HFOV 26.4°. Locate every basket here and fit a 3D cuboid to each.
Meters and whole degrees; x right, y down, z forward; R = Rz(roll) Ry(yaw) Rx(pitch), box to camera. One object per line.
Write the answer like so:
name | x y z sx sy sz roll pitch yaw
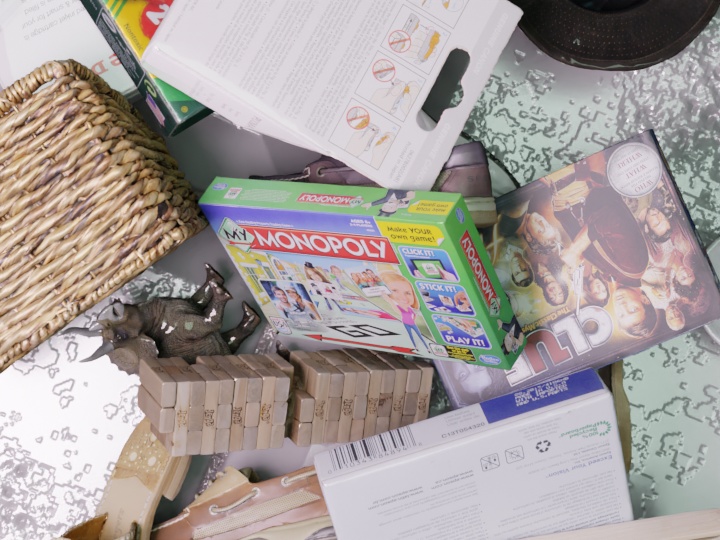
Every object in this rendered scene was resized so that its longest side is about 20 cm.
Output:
basket | -0.222 -0.036 1.044 0.200 0.143 0.149 -36 94 7

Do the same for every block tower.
block tower | -0.051 0.088 1.060 0.200 0.058 0.054 -1 106 -25

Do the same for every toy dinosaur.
toy dinosaur | -0.115 0.063 1.094 0.102 0.077 0.200 -42 123 1

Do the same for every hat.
hat | 0.169 -0.234 1.100 0.200 0.081 0.201 1 84 -9

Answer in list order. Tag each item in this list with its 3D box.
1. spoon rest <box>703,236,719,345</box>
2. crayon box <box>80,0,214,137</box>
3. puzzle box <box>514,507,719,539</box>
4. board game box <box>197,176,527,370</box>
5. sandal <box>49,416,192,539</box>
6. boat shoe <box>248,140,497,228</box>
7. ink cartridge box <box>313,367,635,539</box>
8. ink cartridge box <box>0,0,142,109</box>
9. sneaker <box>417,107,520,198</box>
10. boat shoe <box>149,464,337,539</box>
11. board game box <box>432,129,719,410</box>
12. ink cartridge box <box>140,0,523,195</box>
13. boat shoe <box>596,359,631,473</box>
spoon rest | 0.326 0.051 1.113 0.099 0.061 0.200 -44 92 -2
crayon box | -0.077 -0.195 1.031 0.200 0.051 0.127 -34 92 -18
puzzle box | 0.151 0.234 1.038 0.199 0.025 0.133 -8 118 -10
board game box | 0.000 0.000 1.021 0.029 0.200 0.135 -57 136 -31
sandal | -0.182 0.185 1.043 0.077 0.070 0.212 -1 60 38
boat shoe | 0.005 -0.061 1.047 0.200 0.072 0.065 4 92 37
ink cartridge box | 0.086 0.180 1.032 0.196 0.043 0.200 -17 121 -4
ink cartridge box | -0.209 -0.206 1.077 0.146 0.084 0.200 -28 91 -5
sneaker | 0.018 -0.091 1.095 0.200 0.074 0.079 38 93 -2
boat shoe | -0.081 0.179 1.089 0.199 0.076 0.074 -12 64 10
board game box | 0.134 0.005 1.050 0.200 0.035 0.136 -25 89 16
ink cartridge box | -0.017 -0.153 0.992 0.200 0.050 0.161 31 75 -11
boat shoe | 0.153 0.053 1.099 0.070 0.070 0.201 -3 90 -7
